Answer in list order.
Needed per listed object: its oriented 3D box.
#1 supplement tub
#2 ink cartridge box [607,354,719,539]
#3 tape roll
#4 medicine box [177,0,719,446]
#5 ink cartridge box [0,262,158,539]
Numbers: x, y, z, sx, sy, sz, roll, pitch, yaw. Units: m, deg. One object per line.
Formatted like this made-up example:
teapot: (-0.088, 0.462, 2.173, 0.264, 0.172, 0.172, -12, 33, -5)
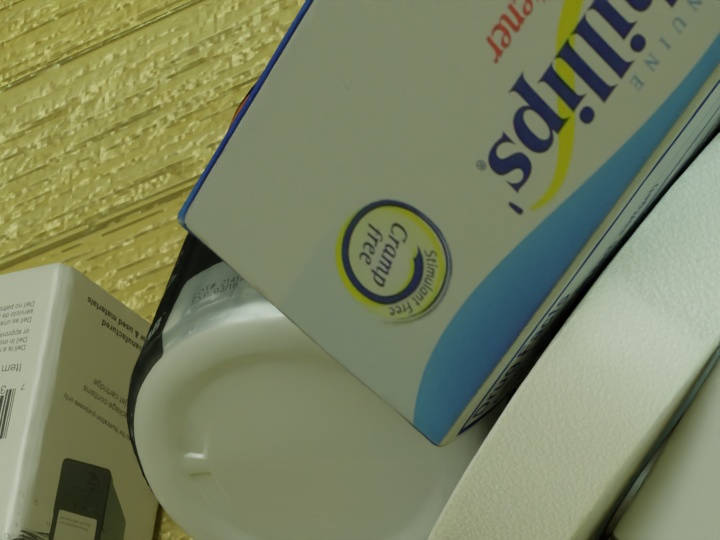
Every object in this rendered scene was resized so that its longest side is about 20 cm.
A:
supplement tub: (0.000, 0.000, 0.769, 0.122, 0.123, 0.201, -19, 31, 26)
ink cartridge box: (0.119, 0.135, 0.597, 0.145, 0.083, 0.201, 59, 134, 43)
tape roll: (0.089, 0.029, 0.671, 0.037, 0.203, 0.203, 36, 87, 13)
medicine box: (0.069, -0.077, 0.637, 0.103, 0.200, 0.183, 39, 121, 9)
ink cartridge box: (-0.162, 0.113, 0.875, 0.145, 0.084, 0.201, -10, 58, 32)
